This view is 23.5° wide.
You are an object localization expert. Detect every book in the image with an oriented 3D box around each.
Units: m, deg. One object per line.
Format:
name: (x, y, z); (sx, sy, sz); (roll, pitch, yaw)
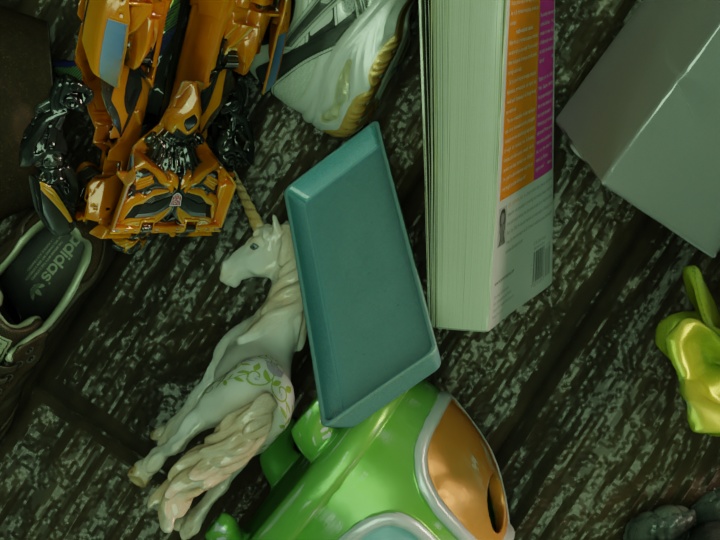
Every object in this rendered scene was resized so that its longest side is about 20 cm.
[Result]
book: (0.074, -0.081, 0.897); (0.048, 0.133, 0.202); (4, 101, 21)

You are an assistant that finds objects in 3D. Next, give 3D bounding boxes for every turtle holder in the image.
turtle holder: (-0.004, 0.143, 0.920); (0.131, 0.141, 0.186); (38, 92, -1)

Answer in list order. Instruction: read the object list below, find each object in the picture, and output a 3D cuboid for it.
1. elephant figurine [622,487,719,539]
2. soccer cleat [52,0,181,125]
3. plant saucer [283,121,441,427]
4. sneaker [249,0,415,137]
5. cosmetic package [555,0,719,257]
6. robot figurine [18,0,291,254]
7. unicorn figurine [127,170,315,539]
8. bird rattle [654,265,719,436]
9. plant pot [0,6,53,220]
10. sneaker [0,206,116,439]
elephant figurine: (0.194, 0.186, 0.886); (0.140, 0.200, 0.157); (-9, 93, 2)
soccer cleat: (-0.104, -0.179, 0.948); (0.083, 0.065, 0.201); (26, 93, 5)
plant saucer: (0.000, 0.000, 0.897); (0.070, 0.201, 0.019); (-35, 126, 17)
sneaker: (0.003, -0.174, 0.929); (0.087, 0.076, 0.201); (30, 103, 6)
cosmetic package: (0.198, -0.120, 0.895); (0.090, 0.107, 0.201); (28, 109, -18)
robot figurine: (-0.098, -0.100, 0.887); (0.058, 0.144, 0.202); (31, 115, 43)
unicorn figurine: (-0.066, 0.055, 0.932); (0.074, 0.200, 0.138); (29, 109, -26)
bird rattle: (0.248, 0.037, 0.844); (0.198, 0.113, 0.165); (14, 108, 3)
plant pot: (-0.261, -0.081, 0.913); (0.198, 0.187, 0.189); (-4, 92, -11)
sneaker: (-0.207, 0.038, 0.953); (0.070, 0.076, 0.201); (33, 92, 0)
